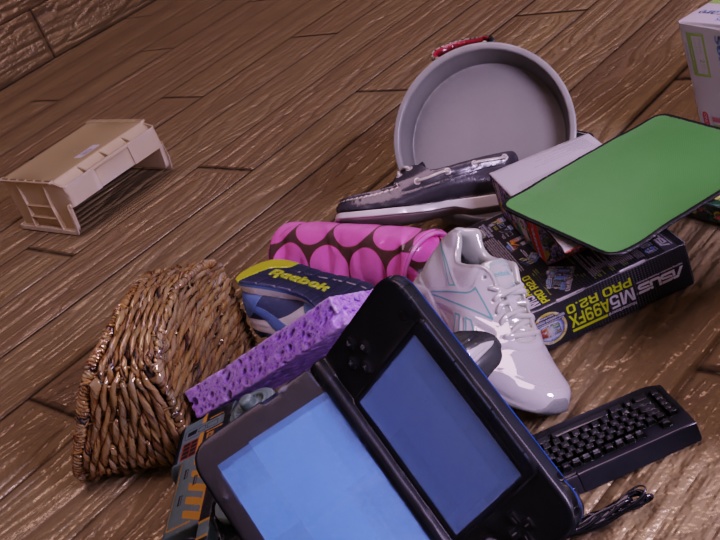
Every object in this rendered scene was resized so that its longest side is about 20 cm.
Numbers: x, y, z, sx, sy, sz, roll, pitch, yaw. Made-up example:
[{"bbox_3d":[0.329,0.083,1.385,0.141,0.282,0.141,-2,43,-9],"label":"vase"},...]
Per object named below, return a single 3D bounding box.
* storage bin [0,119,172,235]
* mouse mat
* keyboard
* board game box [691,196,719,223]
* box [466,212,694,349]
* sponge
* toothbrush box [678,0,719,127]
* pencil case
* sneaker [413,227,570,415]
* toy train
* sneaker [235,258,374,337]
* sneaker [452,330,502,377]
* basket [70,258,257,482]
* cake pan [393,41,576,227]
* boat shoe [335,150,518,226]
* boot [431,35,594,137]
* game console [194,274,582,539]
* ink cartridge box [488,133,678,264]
[{"bbox_3d":[-0.436,-0.153,1.698,0.198,0.094,0.200,8,40,45],"label":"storage bin"},{"bbox_3d":[0.240,-0.079,0.917,0.199,0.008,0.161,-30,30,-17],"label":"mouse mat"},{"bbox_3d":[0.149,0.148,0.766,0.199,0.021,0.127,-24,26,0],"label":"keyboard"},{"bbox_3d":[0.337,-0.094,1.057,0.104,0.024,0.200,-30,27,-18],"label":"board game box"},{"bbox_3d":[0.193,-0.013,0.999,0.159,0.044,0.200,-25,27,-2],"label":"box"},{"bbox_3d":[-0.052,0.068,0.921,0.200,0.030,0.111,-34,-12,36],"label":"sponge"},{"bbox_3d":[0.438,-0.228,1.085,0.199,0.146,0.086,-33,29,-18],"label":"toothbrush box"},{"bbox_3d":[0.000,0.000,1.083,0.199,0.091,0.094,3,76,41],"label":"pencil case"},{"bbox_3d":[0.109,0.039,0.878,0.070,0.081,0.200,1,35,-35],"label":"sneaker"},{"bbox_3d":[-0.101,0.178,0.850,0.114,0.085,0.200,-29,26,16],"label":"toy train"},{"bbox_3d":[-0.038,0.050,1.039,0.199,0.083,0.074,20,33,41],"label":"sneaker"},{"bbox_3d":[0.035,0.126,0.805,0.200,0.085,0.074,-40,16,-7],"label":"sneaker"},{"bbox_3d":[-0.209,0.085,1.026,0.148,0.143,0.200,-12,29,20],"label":"basket"},{"bbox_3d":[0.136,-0.144,1.152,0.199,0.202,0.037,-15,-9,17],"label":"cake pan"},{"bbox_3d":[0.070,-0.084,1.102,0.199,0.061,0.074,-8,-6,7],"label":"boat shoe"},{"bbox_3d":[0.169,-0.185,1.207,0.073,0.154,0.203,-37,29,-29],"label":"boot"},{"bbox_3d":[0.010,0.136,0.686,0.118,0.200,0.171,-22,-24,-42],"label":"game console"},{"bbox_3d":[0.201,-0.057,0.968,0.108,0.051,0.200,-22,27,-2],"label":"ink cartridge box"}]
